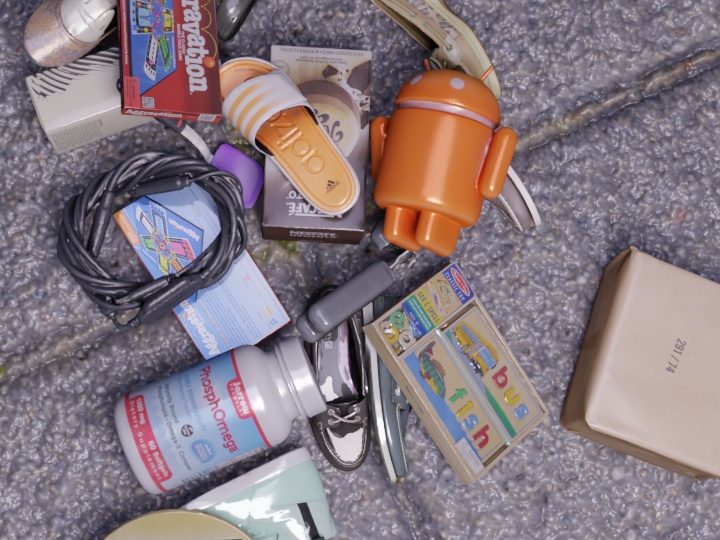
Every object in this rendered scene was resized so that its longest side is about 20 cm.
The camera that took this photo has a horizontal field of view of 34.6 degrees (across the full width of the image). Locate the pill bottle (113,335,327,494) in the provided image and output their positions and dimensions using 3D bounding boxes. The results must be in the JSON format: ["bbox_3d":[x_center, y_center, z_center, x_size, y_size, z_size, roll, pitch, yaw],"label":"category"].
[{"bbox_3d":[-0.140,0.142,1.175,0.199,0.109,0.109,-23,84,-1],"label":"pill bottle"}]

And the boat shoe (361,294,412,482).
[{"bbox_3d":[0.039,0.121,1.229,0.061,0.073,0.202,-6,76,-4],"label":"boat shoe"}]

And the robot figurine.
[{"bbox_3d":[0.078,-0.120,1.194,0.116,0.144,0.201,15,85,-19],"label":"robot figurine"}]

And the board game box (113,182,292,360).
[{"bbox_3d":[-0.170,-0.001,1.245,0.103,0.019,0.201,-32,85,-12],"label":"board game box"}]

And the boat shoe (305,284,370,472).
[{"bbox_3d":[-0.027,0.114,1.230,0.066,0.057,0.202,-6,81,-7],"label":"boat shoe"}]

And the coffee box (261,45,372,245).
[{"bbox_3d":[-0.047,-0.134,1.256,0.112,0.080,0.202,2,80,-4],"label":"coffee box"}]

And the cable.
[{"bbox_3d":[-0.214,-0.045,1.212,0.200,0.051,0.164,-36,81,-8],"label":"cable"}]

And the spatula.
[{"bbox_3d":[-0.181,-0.142,1.231,0.200,0.020,0.057,40,59,-33],"label":"spatula"}]

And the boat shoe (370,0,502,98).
[{"bbox_3d":[0.084,-0.261,1.301,0.063,0.073,0.200,-36,75,-5],"label":"boat shoe"}]

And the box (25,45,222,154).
[{"bbox_3d":[-0.251,-0.198,1.246,0.199,0.082,0.069,-22,82,-11],"label":"box"}]

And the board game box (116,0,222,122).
[{"bbox_3d":[-0.199,-0.251,1.192,0.102,0.019,0.201,2,71,-25],"label":"board game box"}]

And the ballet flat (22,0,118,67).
[{"bbox_3d":[-0.274,-0.280,1.216,0.068,0.067,0.200,55,44,-17],"label":"ballet flat"}]

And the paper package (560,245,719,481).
[{"bbox_3d":[0.336,0.105,1.248,0.189,0.103,0.201,20,78,-2],"label":"paper package"}]

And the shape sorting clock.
[{"bbox_3d":[-0.182,0.328,1.158,0.198,0.039,0.202,0,108,0],"label":"shape sorting clock"}]

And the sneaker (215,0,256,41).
[{"bbox_3d":[-0.142,-0.367,1.287,0.114,0.076,0.200,33,84,-6],"label":"sneaker"}]

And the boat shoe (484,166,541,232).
[{"bbox_3d":[0.123,-0.119,1.279,0.059,0.072,0.201,-35,82,-4],"label":"boat shoe"}]

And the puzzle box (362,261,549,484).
[{"bbox_3d":[0.105,0.107,1.225,0.133,0.025,0.201,-36,95,-32],"label":"puzzle box"}]

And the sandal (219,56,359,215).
[{"bbox_3d":[-0.075,-0.147,1.183,0.079,0.059,0.207,-42,79,-2],"label":"sandal"}]

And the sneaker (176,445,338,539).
[{"bbox_3d":[-0.120,0.276,1.184,0.199,0.074,0.119,-25,82,-10],"label":"sneaker"}]

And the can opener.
[{"bbox_3d":[0.000,0.000,1.212,0.200,0.053,0.067,-35,86,-41],"label":"can opener"}]
